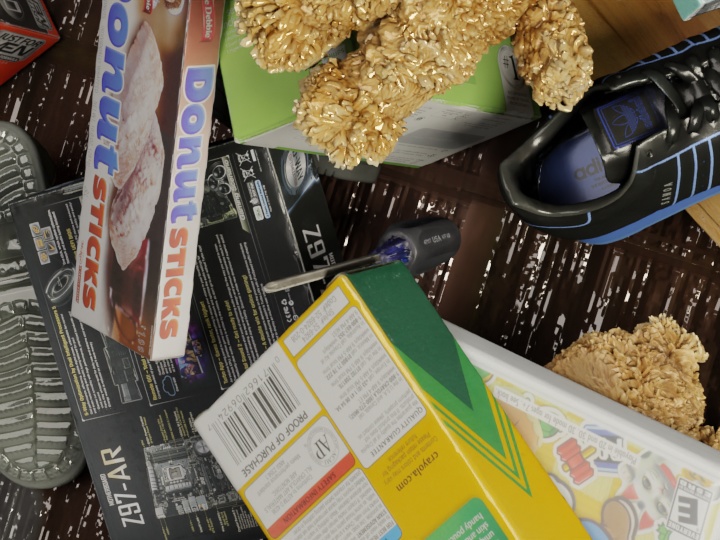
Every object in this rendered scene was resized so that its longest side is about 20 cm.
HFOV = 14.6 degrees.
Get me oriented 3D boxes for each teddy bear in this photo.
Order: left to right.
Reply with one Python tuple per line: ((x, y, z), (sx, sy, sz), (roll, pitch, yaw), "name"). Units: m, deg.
((0.042, -0.132, 1.235), (0.200, 0.067, 0.145), (-17, 81, -1), "teddy bear")
((0.151, 0.122, 1.307), (0.200, 0.067, 0.145), (49, 119, 19), "teddy bear")

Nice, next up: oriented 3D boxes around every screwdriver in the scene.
((0.000, 0.000, 1.325), (0.028, 0.200, 0.029), (11, 106, 24), "screwdriver")

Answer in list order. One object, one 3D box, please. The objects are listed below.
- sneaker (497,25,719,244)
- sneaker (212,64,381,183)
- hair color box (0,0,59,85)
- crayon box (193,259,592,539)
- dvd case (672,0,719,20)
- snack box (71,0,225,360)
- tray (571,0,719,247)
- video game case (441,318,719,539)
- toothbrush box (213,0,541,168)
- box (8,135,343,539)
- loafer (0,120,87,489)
((0.154, -0.071, 1.269), (0.200, 0.078, 0.070), (-33, 69, 24), "sneaker")
((-0.053, -0.129, 1.449), (0.200, 0.060, 0.104), (31, 105, 33), "sneaker")
((-0.274, -0.119, 1.578), (0.200, 0.061, 0.102), (-34, 69, 24), "hair color box")
((0.022, 0.113, 1.299), (0.126, 0.052, 0.200), (-45, 70, 34), "crayon box")
((0.192, -0.202, 1.238), (0.146, 0.200, 0.022), (65, 151, 10), "dvd case")
((-0.103, -0.062, 1.356), (0.072, 0.024, 0.200), (26, 115, 46), "snack box")
((0.172, -0.084, 1.326), (0.099, 0.037, 0.200), (-48, 65, 17), "tray")
((0.072, 0.134, 1.311), (0.200, 0.023, 0.182), (25, 113, 31), "video game case")
((-0.004, -0.161, 1.369), (0.086, 0.146, 0.200), (-19, 76, 36), "toothbrush box")
((-0.077, 0.039, 1.420), (0.160, 0.044, 0.200), (-14, 96, 29), "box")
((-0.173, 0.017, 1.506), (0.075, 0.070, 0.200), (-4, 96, 13), "loafer")
